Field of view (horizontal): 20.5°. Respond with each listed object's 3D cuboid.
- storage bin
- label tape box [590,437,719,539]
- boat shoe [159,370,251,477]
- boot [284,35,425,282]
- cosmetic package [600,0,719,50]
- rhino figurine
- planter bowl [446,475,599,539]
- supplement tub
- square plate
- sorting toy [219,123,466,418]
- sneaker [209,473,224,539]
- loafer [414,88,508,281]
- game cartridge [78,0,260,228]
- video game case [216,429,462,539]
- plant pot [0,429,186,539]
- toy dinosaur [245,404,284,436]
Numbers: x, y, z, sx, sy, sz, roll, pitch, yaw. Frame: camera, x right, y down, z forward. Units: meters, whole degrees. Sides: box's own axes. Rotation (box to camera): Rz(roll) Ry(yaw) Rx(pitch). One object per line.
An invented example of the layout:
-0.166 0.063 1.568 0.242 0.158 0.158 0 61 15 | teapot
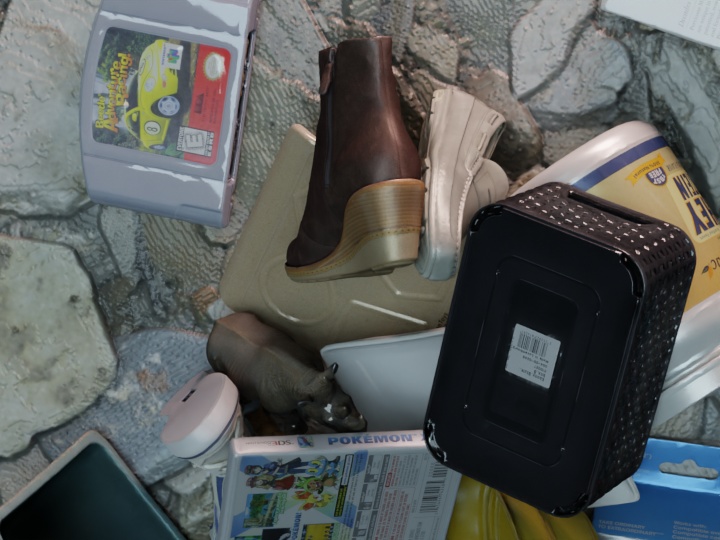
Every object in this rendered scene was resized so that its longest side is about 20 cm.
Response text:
0.138 0.054 1.392 0.135 0.094 0.200 23 114 26 | storage bin
0.250 0.240 1.580 0.143 0.066 0.201 7 105 10 | label tape box
-0.114 0.127 1.566 0.071 0.200 0.070 -45 98 -7 | boat shoe
-0.009 -0.078 1.471 0.072 0.200 0.167 -6 86 -24 | boot
0.282 -0.195 1.458 0.200 0.102 0.074 19 104 8 | cosmetic package
-0.056 0.087 1.553 0.060 0.200 0.088 -42 124 -17 | rhino figurine
0.137 0.233 1.532 0.083 0.200 0.201 -12 101 -16 | planter bowl
0.207 0.005 1.479 0.144 0.144 0.200 -34 83 16 | supplement tub
0.095 0.113 1.551 0.200 0.028 0.198 -10 125 29 | square plate
0.000 0.000 1.573 0.200 0.036 0.185 32 126 7 | sorting toy
-0.083 0.241 1.653 0.088 0.075 0.200 35 133 47 | sneaker
0.076 -0.065 1.484 0.070 0.200 0.070 13 133 -3 | loafer
-0.157 -0.142 1.594 0.133 0.041 0.201 12 104 13 | game cartridge
-0.020 0.199 1.547 0.182 0.022 0.200 -1 133 -13 | video game case
-0.263 0.289 1.638 0.200 0.196 0.196 -37 93 27 | plant pot
-0.017 0.160 1.585 0.200 0.060 0.106 10 136 37 | toy dinosaur
